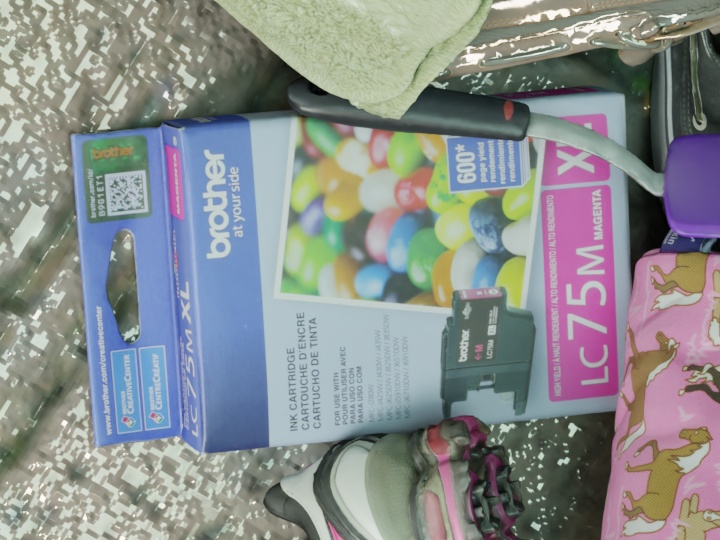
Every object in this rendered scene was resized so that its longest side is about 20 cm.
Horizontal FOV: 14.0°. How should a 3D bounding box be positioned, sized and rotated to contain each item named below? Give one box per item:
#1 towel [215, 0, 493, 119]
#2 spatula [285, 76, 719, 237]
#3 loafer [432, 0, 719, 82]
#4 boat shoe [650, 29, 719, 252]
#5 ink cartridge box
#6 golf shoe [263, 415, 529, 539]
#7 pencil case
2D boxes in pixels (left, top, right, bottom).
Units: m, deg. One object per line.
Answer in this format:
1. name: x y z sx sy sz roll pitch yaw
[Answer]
1. towel: -0.037 -0.144 0.954 0.200 0.148 0.036 39 51 3
2. spatula: 0.072 -0.045 1.027 0.200 0.057 0.021 13 133 -5
3. loafer: 0.079 -0.099 1.027 0.200 0.072 0.063 -3 116 14
4. boat shoe: 0.143 -0.075 1.074 0.069 0.057 0.200 -13 100 -14
5. ink cartridge box: 0.000 0.000 1.054 0.200 0.042 0.119 -5 98 -14
6. golf shoe: 0.025 0.156 1.035 0.092 0.073 0.200 -14 85 17
7. pencil case: 0.122 0.089 1.024 0.083 0.087 0.200 5 73 21
